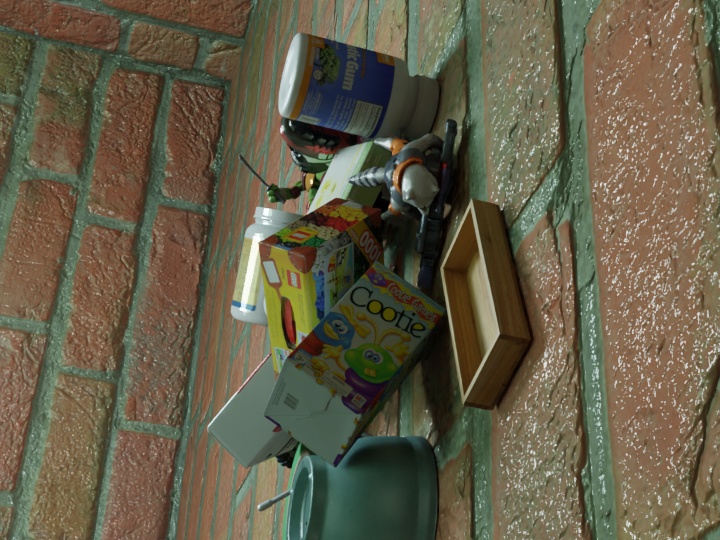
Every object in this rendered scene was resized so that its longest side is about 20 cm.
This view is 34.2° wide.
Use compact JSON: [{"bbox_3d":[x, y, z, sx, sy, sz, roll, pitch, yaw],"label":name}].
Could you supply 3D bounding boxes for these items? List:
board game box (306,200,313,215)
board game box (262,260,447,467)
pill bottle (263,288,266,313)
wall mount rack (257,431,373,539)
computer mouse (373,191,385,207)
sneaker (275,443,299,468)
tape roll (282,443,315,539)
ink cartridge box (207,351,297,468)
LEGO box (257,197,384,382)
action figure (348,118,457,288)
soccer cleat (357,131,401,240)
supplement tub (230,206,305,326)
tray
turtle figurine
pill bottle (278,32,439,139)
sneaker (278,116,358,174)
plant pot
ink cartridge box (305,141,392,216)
[{"bbox_3d":[-0.045,0.008,1.720,0.048,0.100,0.203,20,-97,-84],"label":"board game box"},{"bbox_3d":[-0.004,0.101,1.308,0.200,0.102,0.105,-47,-13,-44],"label":"board game box"},{"bbox_3d":[-0.093,0.015,1.902,0.200,0.118,0.121,123,155,-57],"label":"pill bottle"},{"bbox_3d":[-0.052,0.271,1.537,0.175,0.074,0.200,-64,24,2],"label":"wall mount rack"},{"bbox_3d":[0.000,0.000,1.579,0.109,0.044,0.203,-24,68,45],"label":"computer mouse"},{"bbox_3d":[-0.101,0.212,1.883,0.085,0.076,0.202,-102,26,-68],"label":"sneaker"},{"bbox_3d":[-0.068,0.338,1.699,0.200,0.048,0.203,-168,90,-76],"label":"tape roll"},{"bbox_3d":[-0.111,0.188,1.655,0.146,0.083,0.200,-50,-12,9],"label":"ink cartridge box"},{"bbox_3d":[-0.041,0.033,1.438,0.077,0.148,0.202,17,125,35],"label":"LEGO box"},{"bbox_3d":[0.051,-0.086,1.420,0.193,0.103,0.203,-168,86,-77],"label":"action figure"},{"bbox_3d":[0.032,-0.135,1.641,0.086,0.069,0.203,-160,77,-65],"label":"soccer cleat"},{"bbox_3d":[-0.145,-0.002,2.077,0.145,0.143,0.203,-169,91,-77],"label":"supplement tub"},{"bbox_3d":[0.123,0.031,1.174,0.201,0.037,0.099,-96,22,-48],"label":"tray"},{"bbox_3d":[-0.103,-0.162,1.976,0.201,0.143,0.194,57,179,-43],"label":"turtle figurine"},{"bbox_3d":[-0.001,-0.236,1.544,0.112,0.197,0.114,-169,90,-76],"label":"pill bottle"},{"bbox_3d":[-0.070,-0.179,1.652,0.097,0.200,0.071,-30,80,22],"label":"sneaker"},{"bbox_3d":[-0.009,0.277,1.316,0.200,0.132,0.203,-169,90,-77],"label":"plant pot"},{"bbox_3d":[-0.043,-0.093,1.599,0.199,0.048,0.147,-2,59,61],"label":"ink cartridge box"}]
